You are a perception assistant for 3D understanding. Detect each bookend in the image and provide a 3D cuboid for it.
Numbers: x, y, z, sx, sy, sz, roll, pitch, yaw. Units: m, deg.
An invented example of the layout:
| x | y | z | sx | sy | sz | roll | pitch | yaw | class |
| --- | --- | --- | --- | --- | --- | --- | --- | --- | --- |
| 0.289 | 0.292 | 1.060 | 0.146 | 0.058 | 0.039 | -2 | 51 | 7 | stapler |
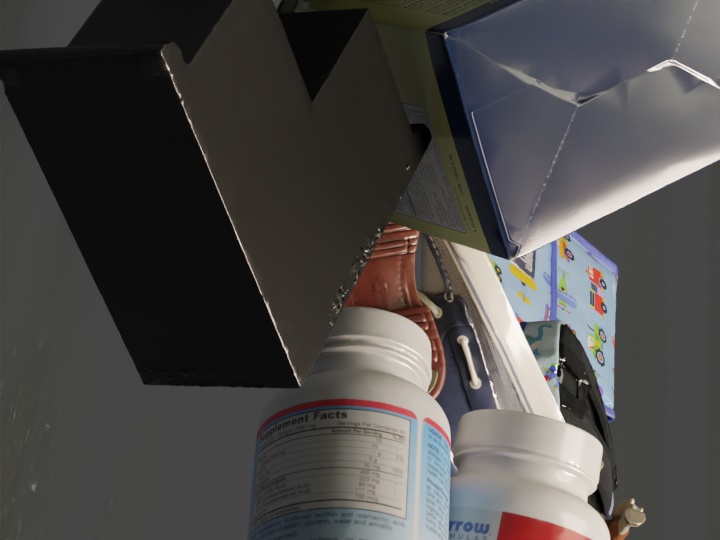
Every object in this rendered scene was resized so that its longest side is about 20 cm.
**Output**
| x | y | z | sx | sy | sz | roll | pitch | yaw | class |
| --- | --- | --- | --- | --- | --- | --- | --- | --- | --- |
| -0.063 | -0.081 | 1.096 | 0.199 | 0.092 | 0.200 | -63 | 142 | -42 | bookend |

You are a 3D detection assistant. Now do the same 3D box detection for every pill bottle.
| x | y | z | sx | sy | sz | roll | pitch | yaw | class |
| --- | --- | --- | --- | --- | --- | --- | --- | --- | --- |
| -0.006 | 0.125 | 1.212 | 0.109 | 0.109 | 0.200 | 58 | 30 | -52 | pill bottle |
| 0.078 | 0.186 | 1.257 | 0.112 | 0.112 | 0.200 | 49 | 49 | -59 | pill bottle |

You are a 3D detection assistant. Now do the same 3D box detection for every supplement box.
| x | y | z | sx | sy | sz | roll | pitch | yaw | class |
| --- | --- | --- | --- | --- | --- | --- | --- | --- | --- |
| 0.097 | -0.118 | 1.289 | 0.200 | 0.200 | 0.134 | 20 | -49 | 60 | supplement box |

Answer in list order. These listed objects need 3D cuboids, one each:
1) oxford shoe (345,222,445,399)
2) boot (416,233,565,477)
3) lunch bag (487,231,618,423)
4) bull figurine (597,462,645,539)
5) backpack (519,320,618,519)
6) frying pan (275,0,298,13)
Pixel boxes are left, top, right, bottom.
| x | y | z | sx | sy | sz | roll | pitch | yaw | class |
| --- | --- | --- | --- | --- | --- | --- | --- | --- | --- |
| 0.000 | 0.000 | 1.390 | 0.075 | 0.070 | 0.200 | 125 | -40 | -66 | oxford shoe |
| 0.054 | 0.040 | 1.425 | 0.073 | 0.090 | 0.200 | -104 | 168 | -80 | boot |
| 0.109 | 0.011 | 1.685 | 0.200 | 0.094 | 0.151 | 48 | 36 | -39 | lunch bag |
| 0.126 | 0.213 | 1.427 | 0.200 | 0.065 | 0.121 | -64 | 178 | -51 | bull figurine |
| 0.115 | 0.121 | 1.562 | 0.200 | 0.154 | 0.163 | 93 | 6 | -58 | backpack |
| -0.012 | -0.200 | 1.278 | 0.190 | 0.031 | 0.115 | -79 | -164 | -56 | frying pan |
